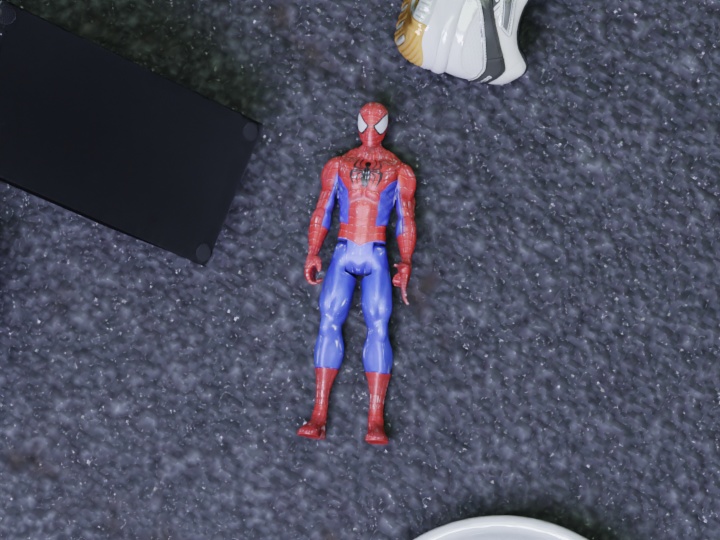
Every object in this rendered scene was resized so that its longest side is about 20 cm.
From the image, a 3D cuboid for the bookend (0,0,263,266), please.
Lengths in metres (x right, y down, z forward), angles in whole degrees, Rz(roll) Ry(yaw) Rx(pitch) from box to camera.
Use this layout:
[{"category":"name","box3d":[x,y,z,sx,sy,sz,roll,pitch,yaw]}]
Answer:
[{"category":"bookend","box3d":[-0.199,-0.095,1.720,0.199,0.198,0.093,24,87,-38]}]

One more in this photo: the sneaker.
[{"category":"sneaker","box3d":[0.091,-0.206,1.736,0.087,0.076,0.201,20,90,-10]}]

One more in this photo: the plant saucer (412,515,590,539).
[{"category":"plant saucer","box3d":[0.083,0.244,1.701,0.199,0.050,0.202,0,85,5]}]

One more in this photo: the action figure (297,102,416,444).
[{"category":"action figure","box3d":[0.000,0.000,1.731,0.065,0.052,0.202,4,83,9]}]
